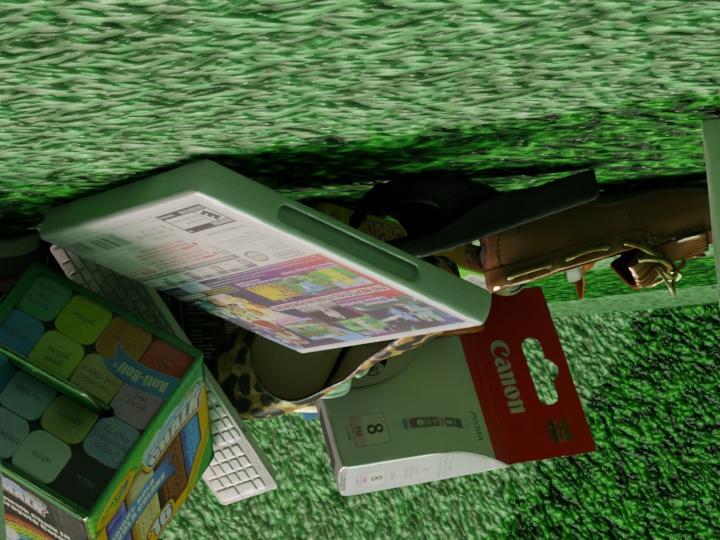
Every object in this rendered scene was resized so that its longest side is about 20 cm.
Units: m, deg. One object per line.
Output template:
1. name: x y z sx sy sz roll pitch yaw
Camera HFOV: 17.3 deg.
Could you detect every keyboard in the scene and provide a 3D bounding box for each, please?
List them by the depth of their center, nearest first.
1. keyboard: -0.122 0.060 1.475 0.056 0.200 0.011 -24 -166 38

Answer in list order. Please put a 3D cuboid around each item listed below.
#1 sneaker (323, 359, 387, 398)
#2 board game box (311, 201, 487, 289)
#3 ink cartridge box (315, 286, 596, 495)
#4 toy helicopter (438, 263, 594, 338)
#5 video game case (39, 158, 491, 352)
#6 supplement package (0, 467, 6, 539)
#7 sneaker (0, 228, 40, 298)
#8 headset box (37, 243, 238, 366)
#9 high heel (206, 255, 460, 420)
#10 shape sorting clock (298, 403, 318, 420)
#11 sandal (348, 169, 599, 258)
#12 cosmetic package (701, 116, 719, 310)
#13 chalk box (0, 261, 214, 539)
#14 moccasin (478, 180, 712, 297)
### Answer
1. sneaker: -0.014 0.029 1.652 0.074 0.118 0.200 -4 175 1
2. board game box: 0.000 0.000 1.531 0.096 0.030 0.200 -29 154 34
3. ink cartridge box: 0.063 0.075 1.775 0.200 0.163 0.057 -11 146 -8
4. toy helicopter: 0.129 -0.004 1.718 0.132 0.079 0.200 -6 174 -25
5. video game case: -0.055 -0.004 1.282 0.182 0.023 0.200 25 162 -26
6. supplement package: -0.312 0.069 1.242 0.147 0.191 0.200 -9 174 37
7. sneaker: -0.243 0.033 1.456 0.075 0.106 0.200 -4 175 -27
8. headset box: -0.175 0.029 1.599 0.200 0.093 0.174 -7 177 21
9. high heel: -0.029 0.045 1.441 0.200 0.071 0.143 -28 -178 5
10. shape sorting clock: -0.027 0.046 1.863 0.200 0.039 0.200 -4 -143 3
11. sandal: 0.046 -0.036 1.376 0.200 0.048 0.075 -18 -178 -30
12. cosmetic package: 0.264 -0.030 1.256 0.085 0.108 0.200 -8 174 32
13. chalk box: -0.171 0.088 1.388 0.125 0.124 0.200 29 155 12
14. moccasin: 0.179 -0.017 1.546 0.201 0.078 0.074 -5 174 -11
